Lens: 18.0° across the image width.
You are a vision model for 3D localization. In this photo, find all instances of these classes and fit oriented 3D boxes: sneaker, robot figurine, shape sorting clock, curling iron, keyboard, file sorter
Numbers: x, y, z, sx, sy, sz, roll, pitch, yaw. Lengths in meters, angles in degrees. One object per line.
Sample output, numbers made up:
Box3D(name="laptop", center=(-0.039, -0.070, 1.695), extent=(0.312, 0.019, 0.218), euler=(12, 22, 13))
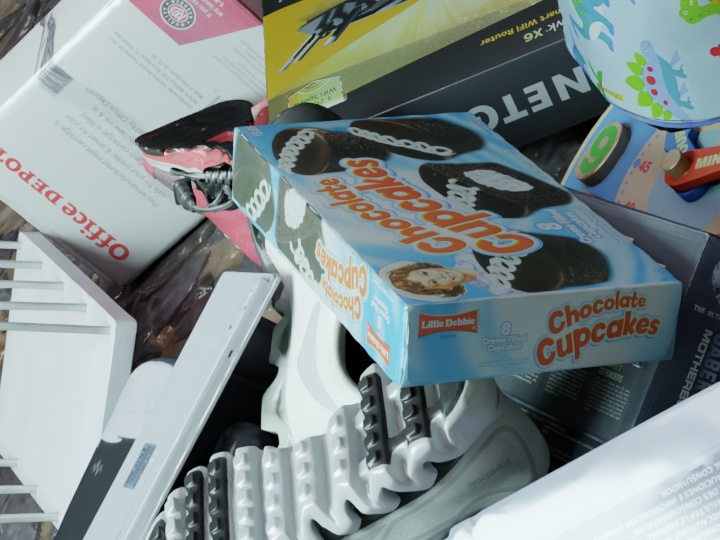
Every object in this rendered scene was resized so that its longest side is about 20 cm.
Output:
Box3D(name="sneaker", center=(-0.011, 0.103, 0.926), extent=(0.199, 0.081, 0.076), euler=(-31, 41, 29))
Box3D(name="robot figurine", center=(-0.074, 0.122, 1.076), extent=(0.124, 0.150, 0.201), euler=(10, 65, 33))
Box3D(name="shape sorting clock", center=(0.150, -0.038, 1.013), extent=(0.200, 0.039, 0.201), euler=(-37, 32, 27))
Box3D(name="curling iron", center=(-0.056, -0.078, 1.214), extent=(0.049, 0.026, 0.200), euler=(-4, 24, 15))
Box3D(name="keyboard", center=(-0.093, 0.088, 1.005), extent=(0.201, 0.011, 0.056), euler=(-63, 20, -13))
Box3D(name="file sorter", center=(-0.223, 0.067, 1.304), extent=(0.200, 0.124, 0.140), euler=(-147, 63, -61))
Box3D(name="sneaker", center=(-0.066, -0.039, 1.280), extent=(0.073, 0.087, 0.200), euler=(-24, 24, -25))
Box3D(name="sneaker", center=(0.000, 0.000, 1.021), extent=(0.088, 0.074, 0.201), euler=(-42, 46, 45))

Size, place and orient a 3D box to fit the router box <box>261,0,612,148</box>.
Box3D(name="router box", center=(0.049, -0.120, 1.173), extent=(0.199, 0.052, 0.158), euler=(-22, 36, 11))

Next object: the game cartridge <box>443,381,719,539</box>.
Box3D(name="game cartridge", center=(0.113, 0.126, 0.830), extent=(0.199, 0.041, 0.134), euler=(-31, 56, 27))

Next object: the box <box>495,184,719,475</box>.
Box3D(name="box", center=(0.081, 0.045, 0.973), extent=(0.200, 0.051, 0.159), euler=(22, 92, 60))

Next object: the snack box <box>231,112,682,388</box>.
Box3D(name="snack box", center=(0.032, -0.014, 0.922), extent=(0.200, 0.115, 0.037), euler=(-134, 43, -58))

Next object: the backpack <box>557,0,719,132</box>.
Box3D(name="backpack", center=(0.169, -0.163, 0.949), extent=(0.199, 0.148, 0.183), euler=(-26, 29, -3))

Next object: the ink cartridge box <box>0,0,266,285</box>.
Box3D(name="ink cartridge box", center=(-0.131, -0.109, 1.394), extent=(0.200, 0.146, 0.083), euler=(-40, 28, 21))
